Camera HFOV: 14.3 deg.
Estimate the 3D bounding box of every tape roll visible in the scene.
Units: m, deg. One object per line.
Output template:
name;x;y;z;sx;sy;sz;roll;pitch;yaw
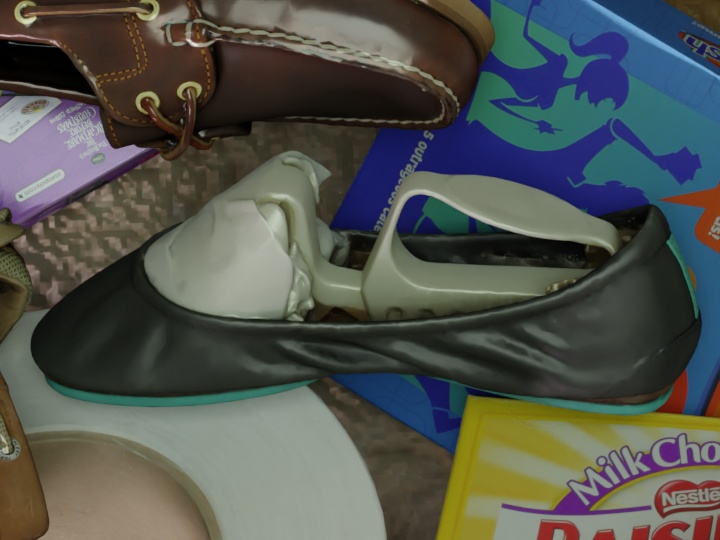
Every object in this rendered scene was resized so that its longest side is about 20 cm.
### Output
tape roll;-0.088;0.108;0.847;0.201;0.071;0.203;-3;49;3

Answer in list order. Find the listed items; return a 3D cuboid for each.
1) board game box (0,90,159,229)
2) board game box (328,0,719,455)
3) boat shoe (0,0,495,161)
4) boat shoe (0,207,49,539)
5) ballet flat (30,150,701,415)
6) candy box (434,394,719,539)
board game box;-0.125;-0.073;0.927;0.199;0.032;0.121;-29;85;0
board game box;0.093;0.007;0.879;0.199;0.045;0.153;30;113;7
boat shoe;-0.063;-0.066;0.842;0.199;0.070;0.071;12;66;15
boat shoe;-0.134;0.008;0.850;0.073;0.076;0.201;-9;57;-10
ballet flat;0.000;0.000;0.840;0.199;0.068;0.069;0;121;4
candy box;0.118;0.090;0.821;0.199;0.026;0.103;4;51;15
